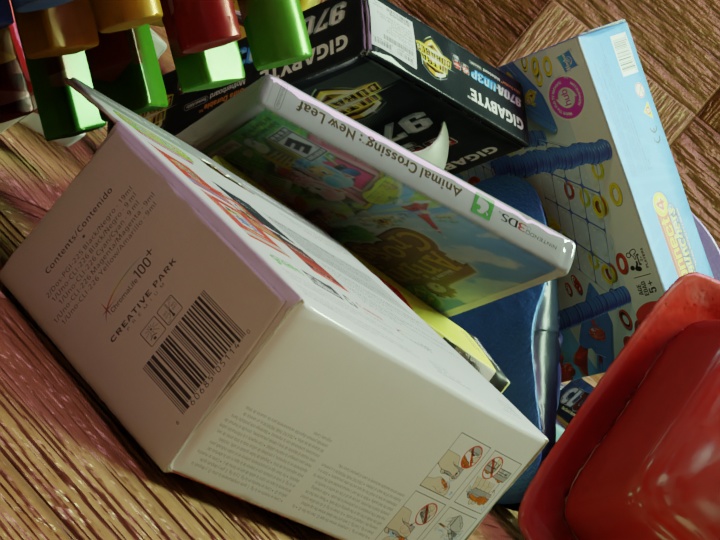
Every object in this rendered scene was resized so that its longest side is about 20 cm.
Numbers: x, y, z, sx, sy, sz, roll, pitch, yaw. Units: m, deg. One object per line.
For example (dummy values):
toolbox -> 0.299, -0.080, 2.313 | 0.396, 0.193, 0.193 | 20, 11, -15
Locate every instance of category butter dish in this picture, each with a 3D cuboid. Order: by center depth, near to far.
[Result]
butter dish -> 0.221, 0.116, 1.089 | 0.199, 0.200, 0.148 | 39, -18, -2

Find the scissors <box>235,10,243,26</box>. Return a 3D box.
scissors -> -0.077, -0.157, 1.211 | 0.199, 0.014, 0.073 | 16, 11, 1

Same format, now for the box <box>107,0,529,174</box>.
box -> -0.026, -0.087, 1.186 | 0.159, 0.199, 0.046 | 25, 54, -47

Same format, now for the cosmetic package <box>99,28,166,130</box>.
cosmetic package -> -0.221, -0.184, 1.256 | 0.200, 0.073, 0.103 | 44, 9, 34

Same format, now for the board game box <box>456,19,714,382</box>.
board game box -> 0.108, -0.029, 1.254 | 0.056, 0.195, 0.201 | -22, 93, -47

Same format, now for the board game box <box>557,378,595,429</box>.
board game box -> 0.210, 0.154, 1.391 | 0.136, 0.035, 0.200 | 50, -3, -18

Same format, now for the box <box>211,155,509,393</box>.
box -> -0.018, 0.027, 1.017 | 0.200, 0.075, 0.050 | 37, 8, -34

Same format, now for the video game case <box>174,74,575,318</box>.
video game case -> -0.015, -0.025, 1.036 | 0.181, 0.022, 0.200 | 28, -23, -20

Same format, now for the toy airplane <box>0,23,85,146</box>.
toy airplane -> -0.185, -0.162, 1.030 | 0.199, 0.141, 0.200 | 40, 7, -8

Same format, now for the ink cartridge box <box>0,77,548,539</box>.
ink cartridge box -> -0.043, 0.026, 0.843 | 0.176, 0.084, 0.200 | 44, 7, 38

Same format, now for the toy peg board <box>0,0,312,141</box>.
toy peg board -> -0.129, -0.111, 0.829 | 0.199, 0.199, 0.098 | -16, 92, -52

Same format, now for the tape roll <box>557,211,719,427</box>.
tape roll -> 0.180, 0.028, 1.519 | 0.200, 0.200, 0.066 | 40, 7, 3

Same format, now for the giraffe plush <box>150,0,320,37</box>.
giraffe plush -> -0.132, -0.241, 1.709 | 0.162, 0.200, 0.173 | 35, 31, 2

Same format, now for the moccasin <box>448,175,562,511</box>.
moccasin -> 0.080, 0.045, 1.185 | 0.080, 0.201, 0.068 | -2, -23, 17

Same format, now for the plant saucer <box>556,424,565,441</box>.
plant saucer -> 0.144, 0.143, 1.280 | 0.201, 0.039, 0.201 | 40, 7, -6

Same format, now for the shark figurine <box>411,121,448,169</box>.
shark figurine -> 0.002, 0.005, 1.182 | 0.089, 0.129, 0.215 | 0, -23, -4
